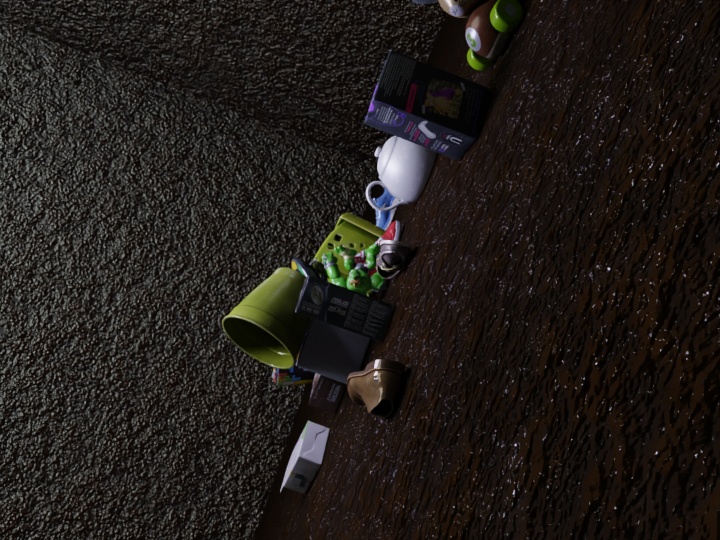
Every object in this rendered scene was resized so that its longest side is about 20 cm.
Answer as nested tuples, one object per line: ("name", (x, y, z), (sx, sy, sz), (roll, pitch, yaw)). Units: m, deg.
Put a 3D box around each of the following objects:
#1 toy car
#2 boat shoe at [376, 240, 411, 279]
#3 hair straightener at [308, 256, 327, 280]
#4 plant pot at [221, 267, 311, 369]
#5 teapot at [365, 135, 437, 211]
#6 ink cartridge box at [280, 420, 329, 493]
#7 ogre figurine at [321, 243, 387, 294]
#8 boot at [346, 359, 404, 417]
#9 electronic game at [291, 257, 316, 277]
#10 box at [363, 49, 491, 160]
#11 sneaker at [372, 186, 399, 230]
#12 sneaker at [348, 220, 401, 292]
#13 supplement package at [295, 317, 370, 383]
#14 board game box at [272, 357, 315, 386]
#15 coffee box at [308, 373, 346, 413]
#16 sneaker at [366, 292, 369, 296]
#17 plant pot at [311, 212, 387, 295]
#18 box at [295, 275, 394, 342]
("toy car", (0.194, -0.500, 1.207), (0.164, 0.199, 0.158), (126, 164, -75))
("boat shoe", (0.070, -0.024, 1.447), (0.200, 0.071, 0.060), (113, 171, -80))
("hair straightener", (-0.099, 0.040, 1.829), (0.041, 0.077, 0.201), (-53, -34, -36))
("plant pot", (-0.201, 0.102, 1.576), (0.193, 0.200, 0.201), (-59, -2, -30))
("teapot", (0.105, -0.277, 1.670), (0.200, 0.145, 0.198), (-75, 7, -48))
("ink cartridge box", (-0.150, 0.512, 1.728), (0.117, 0.067, 0.200), (-75, 8, -50))
("ogre figurine", (0.000, 0.000, 1.659), (0.098, 0.199, 0.121), (98, 171, -72))
("boot", (0.017, 0.207, 1.067), (0.200, 0.073, 0.076), (124, 156, -64))
("electronic game", (-0.142, 0.056, 1.789), (0.041, 0.201, 0.200), (-26, -9, -16))
("box", (0.121, -0.303, 1.196), (0.122, 0.199, 0.107), (132, 159, -78))
("sneaker", (0.069, -0.197, 2.132), (0.079, 0.089, 0.201), (132, 158, -82))
("sneaker", (0.033, -0.053, 1.745), (0.071, 0.112, 0.201), (180, 110, -85))
("supplement package", (-0.059, 0.168, 1.615), (0.151, 0.151, 0.201), (133, 157, -80))
("board game box", (-0.150, 0.250, 1.899), (0.057, 0.199, 0.166), (-134, 48, -56))
("coffee box", (-0.082, 0.296, 1.793), (0.200, 0.079, 0.115), (-85, 16, -75))
("sneaker", (-0.027, 0.148, 1.780), (0.074, 0.081, 0.201), (172, 118, -85))
("plant pot", (-0.019, -0.049, 1.900), (0.182, 0.198, 0.200), (-64, 2, -13))
("box", (-0.040, 0.083, 1.440), (0.164, 0.199, 0.087), (162, 128, -85))
